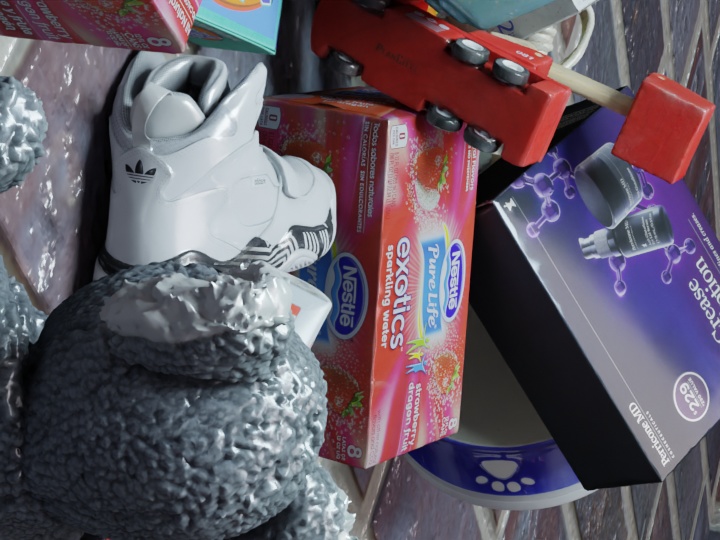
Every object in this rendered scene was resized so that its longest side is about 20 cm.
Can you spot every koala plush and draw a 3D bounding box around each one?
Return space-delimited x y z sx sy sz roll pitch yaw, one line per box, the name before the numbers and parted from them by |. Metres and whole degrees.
koala plush | -0.101 0.048 0.694 0.184 0.199 0.178 -63 154 -44

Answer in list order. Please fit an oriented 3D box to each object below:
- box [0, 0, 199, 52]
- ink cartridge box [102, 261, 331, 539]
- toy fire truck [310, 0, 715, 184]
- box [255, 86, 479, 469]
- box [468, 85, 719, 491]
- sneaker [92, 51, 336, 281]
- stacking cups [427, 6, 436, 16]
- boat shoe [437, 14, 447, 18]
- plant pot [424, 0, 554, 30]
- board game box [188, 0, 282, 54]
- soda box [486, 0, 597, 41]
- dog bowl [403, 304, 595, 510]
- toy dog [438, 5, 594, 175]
box | -0.120 -0.171 0.687 0.200 0.095 0.100 60 43 -62
ink cartridge box | -0.086 0.115 0.895 0.162 0.050 0.200 118 -4 -54
toy fire truck | 0.085 -0.108 1.086 0.141 0.200 0.049 -23 139 -60
box | 0.000 0.000 1.110 0.100 0.095 0.201 -13 111 -54
box | 0.150 0.012 1.189 0.141 0.079 0.200 -39 103 -30
sneaker | -0.063 -0.055 0.958 0.200 0.075 0.115 -34 133 -61
stacking cups | 0.017 -0.172 1.124 0.061 0.060 0.201 -50 135 -57
boat shoe | 0.058 -0.127 1.320 0.073 0.074 0.201 -73 170 -75
plant pot | 0.075 -0.234 0.984 0.200 0.196 0.196 -50 -169 4
board game box | -0.071 -0.213 0.918 0.152 0.045 0.201 10 87 -72
soda box | 0.073 -0.236 1.131 0.063 0.068 0.200 -36 100 -45
dog bowl | 0.107 0.057 1.318 0.079 0.200 0.200 71 32 -51
toy dog | 0.050 -0.111 1.241 0.132 0.096 0.200 16 101 -41
